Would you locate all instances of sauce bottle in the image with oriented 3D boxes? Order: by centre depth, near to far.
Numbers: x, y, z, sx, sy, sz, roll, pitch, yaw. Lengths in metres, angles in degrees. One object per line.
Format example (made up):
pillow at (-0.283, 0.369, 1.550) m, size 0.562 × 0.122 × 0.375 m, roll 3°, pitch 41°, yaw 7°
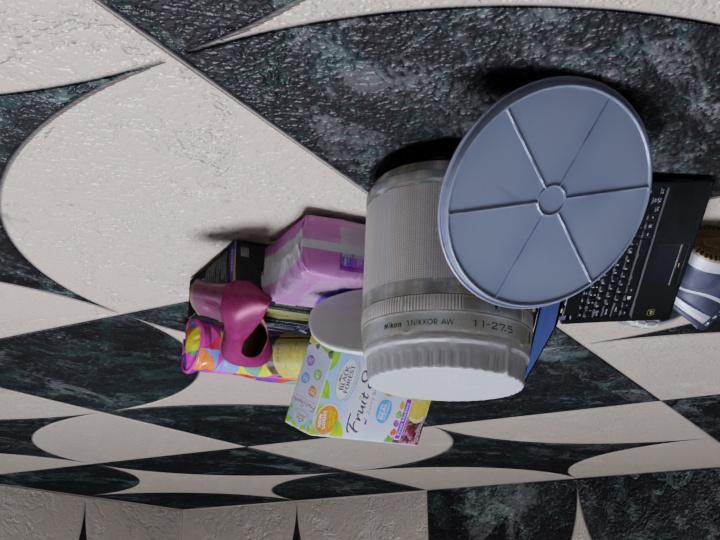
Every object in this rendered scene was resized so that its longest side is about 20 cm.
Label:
sauce bottle at (-0.039, 0.114, 1.385) m, size 0.198 × 0.066 × 0.064 m, roll -2°, pitch 165°, yaw 40°

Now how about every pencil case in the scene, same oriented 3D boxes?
pencil case at (-0.156, 0.117, 1.481) m, size 0.198 × 0.090 × 0.088 m, roll 13°, pitch 157°, yaw -31°

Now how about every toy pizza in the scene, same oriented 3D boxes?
toy pizza at (0.152, -0.063, 0.867) m, size 0.197 × 0.203 × 0.032 m, roll 8°, pitch -159°, yaw -24°

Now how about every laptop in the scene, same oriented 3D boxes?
laptop at (0.248, 0.013, 1.016) m, size 0.197 × 0.104 × 0.179 m, roll -2°, pitch 129°, yaw -10°

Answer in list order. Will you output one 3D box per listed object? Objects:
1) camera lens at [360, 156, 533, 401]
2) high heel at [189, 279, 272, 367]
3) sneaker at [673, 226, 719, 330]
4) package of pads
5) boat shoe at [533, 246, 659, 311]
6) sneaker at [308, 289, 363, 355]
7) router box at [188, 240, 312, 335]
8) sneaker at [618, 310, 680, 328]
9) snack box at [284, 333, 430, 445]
camera lens at (0.081, 0.008, 0.971) m, size 0.157 × 0.203 × 0.160 m, roll 2°, pitch 163°, yaw 1°
high heel at (-0.115, 0.071, 1.181) m, size 0.095 × 0.068 × 0.200 m, roll 10°, pitch 161°, yaw 22°
sneaker at (0.435, 0.016, 1.170) m, size 0.197 × 0.071 × 0.109 m, roll 9°, pitch 134°, yaw -9°
package of pads at (0.000, 0.000, 1.152) m, size 0.197 × 0.077 × 0.120 m, roll 9°, pitch 162°, yaw -26°
boat shoe at (0.221, -0.010, 1.110) m, size 0.197 × 0.074 × 0.075 m, roll -7°, pitch 128°, yaw -3°
sneaker at (0.048, 0.070, 1.125) m, size 0.197 × 0.075 × 0.116 m, roll -3°, pitch 156°, yaw 4°
router box at (-0.090, 0.027, 1.262) m, size 0.198 × 0.053 × 0.157 m, roll 10°, pitch 158°, yaw -28°
sneaker at (0.317, 0.012, 1.204) m, size 0.197 × 0.076 × 0.116 m, roll 6°, pitch 158°, yaw -16°
snack box at (0.012, 0.131, 1.260) m, size 0.053 × 0.144 × 0.199 m, roll 17°, pitch -179°, yaw 44°
